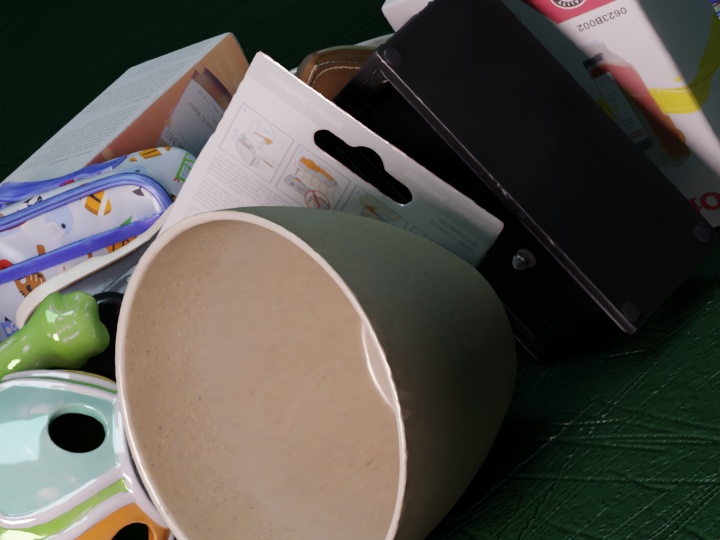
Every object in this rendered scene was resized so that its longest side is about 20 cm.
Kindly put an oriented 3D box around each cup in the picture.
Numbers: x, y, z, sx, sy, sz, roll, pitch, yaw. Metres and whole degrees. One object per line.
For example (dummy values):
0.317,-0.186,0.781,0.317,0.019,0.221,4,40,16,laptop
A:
-0.004,0.054,1.429,0.143,0.201,0.200,-17,3,-44,cup

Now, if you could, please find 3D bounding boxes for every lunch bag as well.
-0.166,0.008,1.823,0.199,0.161,0.076,-18,18,32,lunch bag

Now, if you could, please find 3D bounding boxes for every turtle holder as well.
-0.162,0.114,1.553,0.131,0.141,0.186,-25,22,20,turtle holder

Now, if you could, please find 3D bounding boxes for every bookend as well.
0.058,-0.025,1.568,0.092,0.199,0.200,-43,0,-37,bookend

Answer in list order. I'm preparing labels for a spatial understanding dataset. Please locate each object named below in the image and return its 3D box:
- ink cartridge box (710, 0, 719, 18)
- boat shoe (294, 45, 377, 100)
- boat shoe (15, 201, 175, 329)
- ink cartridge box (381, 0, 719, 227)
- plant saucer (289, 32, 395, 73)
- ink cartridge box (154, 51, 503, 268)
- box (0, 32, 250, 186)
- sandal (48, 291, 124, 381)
0.206,-0.149,1.830,0.197,0.047,0.200,-33,12,-37,ink cartridge box
0.051,-0.081,1.712,0.074,0.199,0.076,19,91,59,boat shoe
-0.108,0.007,1.705,0.199,0.073,0.063,-29,52,1,boat shoe
0.129,-0.109,1.605,0.145,0.200,0.084,-19,25,33,ink cartridge box
-0.028,-0.115,2.094,0.199,0.050,0.200,-22,-5,-2,plant saucer
-0.017,-0.021,1.536,0.047,0.160,0.200,-52,-4,-44,ink cartridge box
-0.138,-0.043,1.956,0.106,0.153,0.200,-15,23,40,box
-0.192,0.095,1.647,0.200,0.075,0.048,-44,17,-1,sandal
